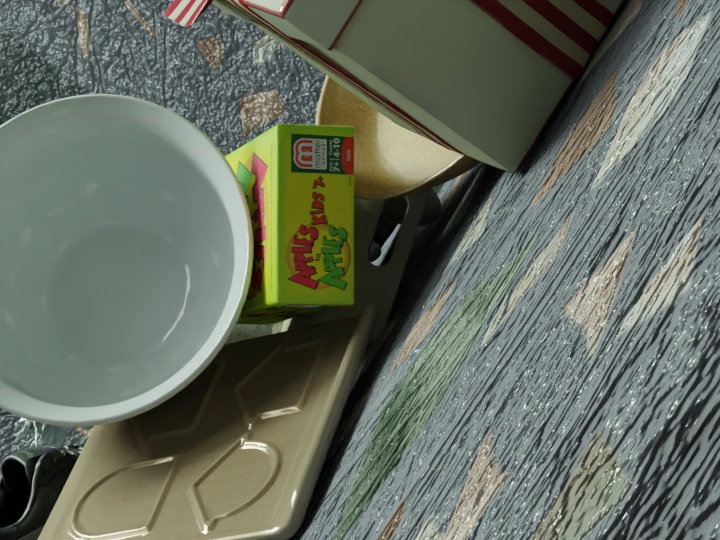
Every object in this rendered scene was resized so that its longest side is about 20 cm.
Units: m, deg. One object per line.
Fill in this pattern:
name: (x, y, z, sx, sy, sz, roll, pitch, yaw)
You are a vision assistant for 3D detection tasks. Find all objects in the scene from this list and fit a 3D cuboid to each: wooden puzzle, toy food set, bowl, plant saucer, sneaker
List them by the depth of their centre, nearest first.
wooden puzzle: (-0.085, 0.109, 1.246, 0.199, 0.046, 0.186, -17, 30, 28)
plant saucer: (0.054, -0.122, 1.291, 0.200, 0.035, 0.201, -32, 41, 33)
bowl: (-0.154, 0.005, 1.300, 0.202, 0.200, 0.090, -59, -16, -12)
sneaker: (-0.169, 0.131, 1.332, 0.076, 0.088, 0.200, -8, 32, 46)
toy food set: (0.000, 0.000, 1.406, 0.200, 0.060, 0.144, 131, 158, -71)

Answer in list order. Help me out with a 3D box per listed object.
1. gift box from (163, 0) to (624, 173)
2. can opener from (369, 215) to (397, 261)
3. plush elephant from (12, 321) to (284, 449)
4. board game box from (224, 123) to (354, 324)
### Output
gift box: (0.014, -0.173, 1.171, 0.185, 0.186, 0.200, -60, 27, -6)
can opener: (0.001, -0.039, 1.557, 0.200, 0.063, 0.079, -47, -32, -35)
plush elephant: (-0.167, 0.031, 1.442, 0.200, 0.165, 0.155, -43, -19, -12)
board game box: (-0.052, -0.024, 1.319, 0.200, 0.047, 0.102, 163, 108, -74)
